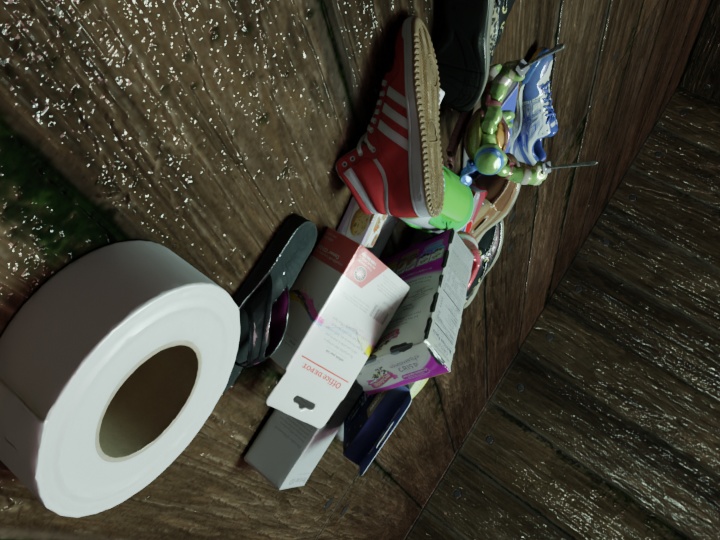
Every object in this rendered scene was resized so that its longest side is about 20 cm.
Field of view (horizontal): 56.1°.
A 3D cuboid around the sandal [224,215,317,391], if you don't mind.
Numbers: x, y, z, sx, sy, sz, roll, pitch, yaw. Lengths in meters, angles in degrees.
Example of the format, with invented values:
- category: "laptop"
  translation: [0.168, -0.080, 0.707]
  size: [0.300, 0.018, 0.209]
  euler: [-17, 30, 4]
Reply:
- category: "sandal"
  translation: [-0.097, 0.040, 0.698]
  size: [0.204, 0.047, 0.075]
  euler: [-61, 159, 0]

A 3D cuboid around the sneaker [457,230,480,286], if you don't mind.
- category: "sneaker"
  translation: [0.104, 0.036, 0.985]
  size: [0.202, 0.073, 0.087]
  euler: [-55, -163, 14]

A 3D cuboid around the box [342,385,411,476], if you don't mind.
- category: "box"
  translation: [0.020, 0.184, 0.928]
  size: [0.123, 0.032, 0.200]
  euler: [-57, -173, 7]

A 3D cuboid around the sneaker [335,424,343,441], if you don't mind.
- category: "sneaker"
  translation: [0.010, 0.164, 1.068]
  size: [0.202, 0.074, 0.116]
  euler: [-54, 158, -28]

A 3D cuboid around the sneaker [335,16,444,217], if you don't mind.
- category: "sneaker"
  translation: [0.028, -0.158, 0.723]
  size: [0.071, 0.110, 0.207]
  euler: [-10, 98, -59]

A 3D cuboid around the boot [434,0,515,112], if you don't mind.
- category: "boot"
  translation: [0.152, -0.303, 0.791]
  size: [0.155, 0.072, 0.206]
  euler: [-52, 159, -27]

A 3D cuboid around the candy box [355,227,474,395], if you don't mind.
- category: "candy box"
  translation: [0.067, 0.052, 0.880]
  size: [0.134, 0.061, 0.203]
  euler: [-23, -149, 38]

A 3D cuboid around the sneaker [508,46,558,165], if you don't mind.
- category: "sneaker"
  translation: [0.305, -0.274, 1.148]
  size: [0.075, 0.087, 0.203]
  euler: [-39, 150, -36]

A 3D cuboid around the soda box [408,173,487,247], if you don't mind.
- category: "soda box"
  translation: [0.122, -0.044, 1.051]
  size: [0.063, 0.069, 0.204]
  euler: [-16, 132, -61]

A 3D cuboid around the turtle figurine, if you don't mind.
- category: "turtle figurine"
  translation: [0.207, -0.192, 0.866]
  size: [0.200, 0.143, 0.196]
  euler: [-43, -158, 27]

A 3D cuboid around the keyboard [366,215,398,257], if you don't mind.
- category: "keyboard"
  translation: [0.000, 0.000, 0.921]
  size: [0.204, 0.011, 0.056]
  euler: [-63, 153, 7]

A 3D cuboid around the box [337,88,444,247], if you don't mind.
- category: "box"
  translation: [0.035, -0.126, 0.793]
  size: [0.204, 0.041, 0.038]
  euler: [-64, 158, 12]

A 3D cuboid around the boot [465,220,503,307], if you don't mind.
- category: "boot"
  translation: [0.180, -0.011, 1.206]
  size: [0.152, 0.073, 0.208]
  euler: [-15, 130, -58]

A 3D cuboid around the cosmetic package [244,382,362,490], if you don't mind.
- category: "cosmetic package"
  translation: [-0.064, 0.193, 0.926]
  size: [0.203, 0.073, 0.102]
  euler: [-59, 161, -3]

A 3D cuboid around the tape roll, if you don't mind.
- category: "tape roll"
  translation: [-0.185, 0.083, 0.526]
  size: [0.203, 0.070, 0.205]
  euler: [-48, 156, -28]

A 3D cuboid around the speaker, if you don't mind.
- category: "speaker"
  translation: [0.095, -0.099, 0.903]
  size: [0.090, 0.087, 0.199]
  euler: [-62, 159, 8]

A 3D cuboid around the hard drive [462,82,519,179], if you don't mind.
- category: "hard drive"
  translation: [0.210, -0.198, 1.114]
  size: [0.133, 0.025, 0.202]
  euler: [-51, 157, -21]

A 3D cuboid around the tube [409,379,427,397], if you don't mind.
- category: "tube"
  translation: [0.078, 0.155, 0.986]
  size: [0.200, 0.050, 0.060]
  euler: [-18, 101, -81]

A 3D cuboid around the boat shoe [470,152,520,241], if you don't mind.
- category: "boat shoe"
  translation: [0.185, -0.100, 1.084]
  size: [0.070, 0.076, 0.202]
  euler: [-5, 137, -41]

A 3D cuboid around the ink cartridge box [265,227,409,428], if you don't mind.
- category: "ink cartridge box"
  translation: [-0.040, 0.070, 0.793]
  size: [0.116, 0.067, 0.203]
  euler: [37, 83, -46]
